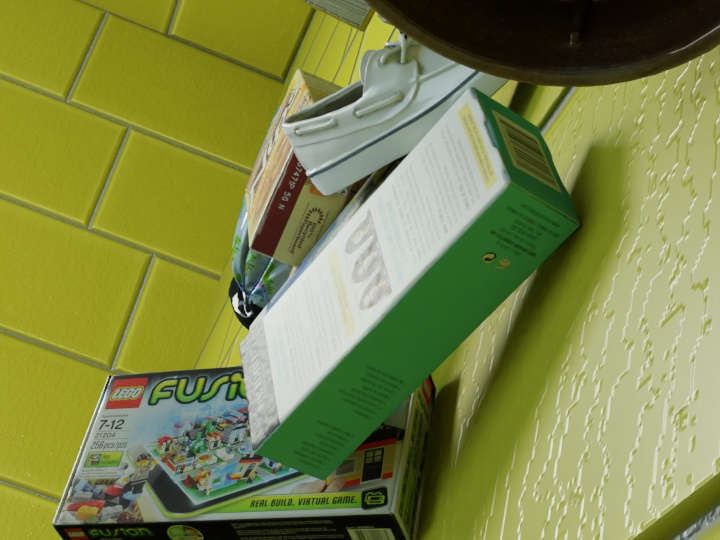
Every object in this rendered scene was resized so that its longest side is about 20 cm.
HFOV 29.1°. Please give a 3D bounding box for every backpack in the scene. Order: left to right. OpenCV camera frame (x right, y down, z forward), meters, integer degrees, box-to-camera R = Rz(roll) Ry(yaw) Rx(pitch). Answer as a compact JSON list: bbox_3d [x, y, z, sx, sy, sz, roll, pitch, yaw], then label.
[{"bbox_3d":[-0.047,-0.053,1.255,0.200,0.154,0.163,-52,8,19],"label":"backpack"}]

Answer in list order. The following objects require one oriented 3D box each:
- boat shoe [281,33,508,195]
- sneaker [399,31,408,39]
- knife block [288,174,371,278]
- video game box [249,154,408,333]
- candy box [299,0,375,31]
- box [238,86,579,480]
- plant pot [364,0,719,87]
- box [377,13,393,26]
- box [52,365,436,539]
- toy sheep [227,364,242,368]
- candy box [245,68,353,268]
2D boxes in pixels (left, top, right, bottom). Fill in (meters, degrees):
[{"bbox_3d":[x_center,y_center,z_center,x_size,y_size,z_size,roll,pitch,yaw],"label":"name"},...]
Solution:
[{"bbox_3d":[0.026,-0.115,0.887,0.200,0.065,0.074,-30,15,34],"label":"boat shoe"},{"bbox_3d":[0.041,-0.177,1.015,0.076,0.114,0.200,-118,47,-81],"label":"sneaker"},{"bbox_3d":[-0.024,0.007,1.143,0.176,0.064,0.201,148,142,-75],"label":"knife block"},{"bbox_3d":[0.000,0.000,0.906,0.200,0.047,0.182,-51,14,8],"label":"video game box"},{"bbox_3d":[-0.071,-0.234,0.932,0.027,0.199,0.102,-67,7,-19],"label":"candy box"},{"bbox_3d":[0.017,0.010,0.697,0.200,0.049,0.082,-47,34,26],"label":"box"},{"bbox_3d":[0.093,-0.213,0.557,0.201,0.200,0.199,-61,4,45],"label":"plant pot"},{"bbox_3d":[0.091,-0.245,0.921,0.078,0.095,0.201,-122,52,-80],"label":"box"},{"bbox_3d":[-0.063,0.104,0.775,0.110,0.199,0.035,-78,-25,-43],"label":"box"},{"bbox_3d":[-0.080,0.130,1.022,0.200,0.137,0.138,-47,-20,-74],"label":"toy sheep"},{"bbox_3d":[-0.043,-0.083,1.077,0.200,0.055,0.116,-111,45,-73],"label":"candy box"}]
